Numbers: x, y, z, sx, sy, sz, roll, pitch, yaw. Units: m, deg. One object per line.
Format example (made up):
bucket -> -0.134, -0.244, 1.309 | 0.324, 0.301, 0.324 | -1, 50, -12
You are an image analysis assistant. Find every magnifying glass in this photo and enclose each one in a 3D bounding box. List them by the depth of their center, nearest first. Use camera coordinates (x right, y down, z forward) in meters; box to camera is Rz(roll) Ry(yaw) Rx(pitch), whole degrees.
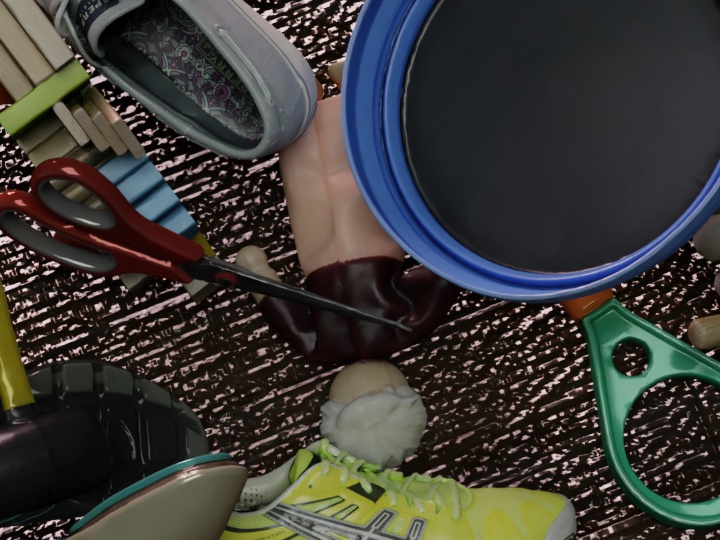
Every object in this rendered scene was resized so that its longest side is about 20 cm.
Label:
magnifying glass -> 0.129, 0.037, 0.999 | 0.079, 0.022, 0.201 | -33, 77, -7

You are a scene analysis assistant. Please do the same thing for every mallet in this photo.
mallet -> -0.160, 0.010, 0.921 | 0.065, 0.041, 0.201 | -7, 83, -28

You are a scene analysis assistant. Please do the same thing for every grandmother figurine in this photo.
grandmother figurine -> 0.000, 0.000, 0.995 | 0.121, 0.060, 0.202 | -11, 77, 27

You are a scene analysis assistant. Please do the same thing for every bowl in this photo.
bowl -> 0.088, -0.084, 0.927 | 0.199, 0.039, 0.202 | -5, 80, 26

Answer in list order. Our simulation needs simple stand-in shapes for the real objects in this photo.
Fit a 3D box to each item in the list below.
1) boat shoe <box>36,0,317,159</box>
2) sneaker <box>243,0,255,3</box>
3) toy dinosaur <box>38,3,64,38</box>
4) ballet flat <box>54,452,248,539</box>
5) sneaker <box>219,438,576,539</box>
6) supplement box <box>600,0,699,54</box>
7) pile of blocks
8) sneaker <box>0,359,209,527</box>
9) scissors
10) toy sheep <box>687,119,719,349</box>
boat shoe -> -0.108, -0.126, 0.958 | 0.200, 0.072, 0.070 | 39, 113, 0
sneaker -> -0.124, -0.216, 1.040 | 0.199, 0.078, 0.116 | 18, 78, 4
toy dinosaur -> -0.216, -0.065, 0.967 | 0.086, 0.200, 0.136 | 33, 119, -15
ballet flat -> -0.116, 0.141, 0.914 | 0.199, 0.069, 0.070 | -28, 72, 39
sneaker -> 0.002, 0.120, 0.941 | 0.198, 0.075, 0.077 | -7, 108, -2
supplement box -> 0.100, -0.159, 1.003 | 0.200, 0.069, 0.066 | 38, 63, 23
pile of blocks -> -0.133, -0.046, 0.957 | 0.062, 0.082, 0.200 | -37, 120, -5
sneaker -> -0.172, 0.087, 0.970 | 0.199, 0.079, 0.076 | 3, 69, -19
scissors -> -0.076, 0.000, 0.954 | 0.199, 0.073, 0.014 | 24, 51, -15
toy sheep -> 0.217, -0.030, 0.959 | 0.137, 0.138, 0.202 | -8, 92, -1
